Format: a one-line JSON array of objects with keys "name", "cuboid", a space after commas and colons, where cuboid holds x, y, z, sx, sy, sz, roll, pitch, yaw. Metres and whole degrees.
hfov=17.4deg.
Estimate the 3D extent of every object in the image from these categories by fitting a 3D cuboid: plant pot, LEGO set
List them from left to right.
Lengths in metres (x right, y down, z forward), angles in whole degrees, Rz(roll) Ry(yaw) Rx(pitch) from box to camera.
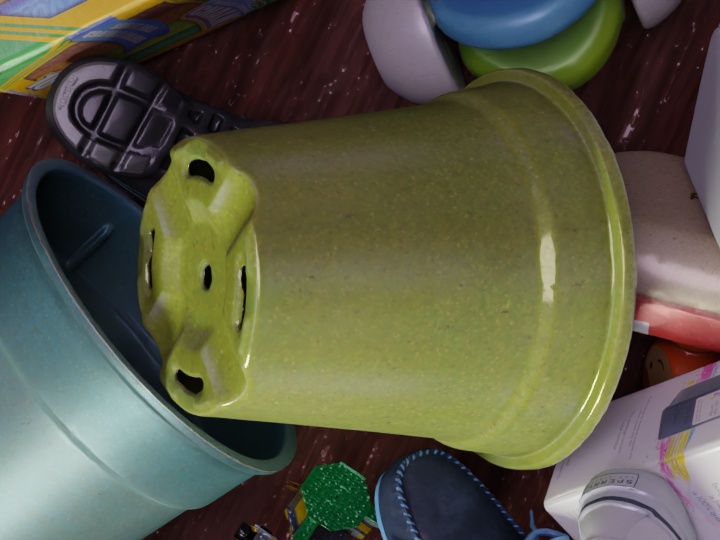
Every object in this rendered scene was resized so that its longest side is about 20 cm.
[{"name": "plant pot", "cuboid": [-0.172, 0.080, 1.220, 0.196, 0.200, 0.200, -38, 81, 13]}, {"name": "plant pot", "cuboid": [0.000, 0.000, 1.130, 0.184, 0.200, 0.201, -1, 86, -30]}, {"name": "LEGO set", "cuboid": [0.005, 0.205, 1.231, 0.200, 0.116, 0.154, 27, 62, -3]}]

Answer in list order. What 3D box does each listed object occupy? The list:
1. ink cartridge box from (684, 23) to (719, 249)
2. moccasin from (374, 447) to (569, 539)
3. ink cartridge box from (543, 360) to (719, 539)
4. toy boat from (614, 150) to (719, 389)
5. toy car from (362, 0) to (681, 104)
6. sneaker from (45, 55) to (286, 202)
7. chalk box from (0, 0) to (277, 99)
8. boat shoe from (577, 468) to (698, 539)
[{"name": "ink cartridge box", "cuboid": [0.269, -0.044, 1.129, 0.199, 0.144, 0.084, 7, 120, -9]}, {"name": "moccasin", "cuboid": [0.084, 0.168, 1.165, 0.080, 0.068, 0.200, -33, 79, -26]}, {"name": "ink cartridge box", "cuboid": [0.203, 0.101, 1.139, 0.200, 0.067, 0.117, -24, 119, 40]}, {"name": "toy boat", "cuboid": [0.172, 0.023, 1.204, 0.199, 0.131, 0.131, 15, 118, 10]}, {"name": "toy car", "cuboid": [0.068, -0.188, 1.205, 0.174, 0.150, 0.201, -20, 84, 8]}, {"name": "sneaker", "cuboid": [-0.076, -0.056, 1.265, 0.200, 0.079, 0.076, 31, 84, -11]}, {"name": "chalk box", "cuboid": [-0.118, -0.185, 1.241, 0.199, 0.124, 0.124, -22, 83, 16]}, {"name": "boat shoe", "cuboid": [0.151, 0.186, 1.147, 0.073, 0.067, 0.200, -13, 127, 35]}]
